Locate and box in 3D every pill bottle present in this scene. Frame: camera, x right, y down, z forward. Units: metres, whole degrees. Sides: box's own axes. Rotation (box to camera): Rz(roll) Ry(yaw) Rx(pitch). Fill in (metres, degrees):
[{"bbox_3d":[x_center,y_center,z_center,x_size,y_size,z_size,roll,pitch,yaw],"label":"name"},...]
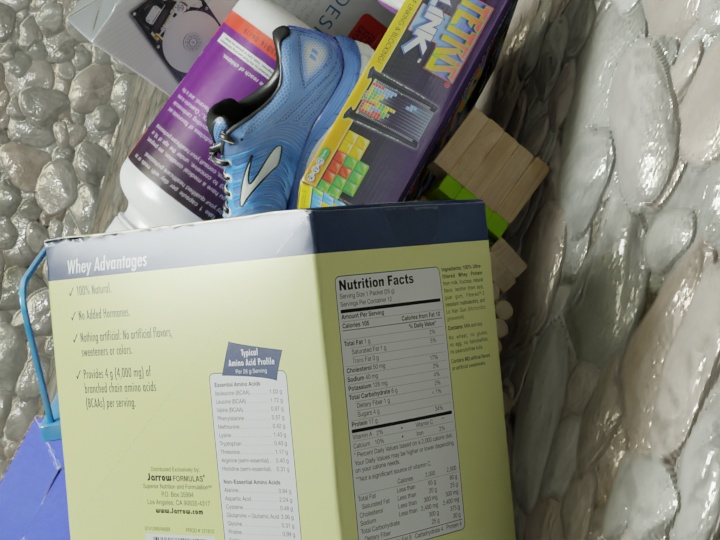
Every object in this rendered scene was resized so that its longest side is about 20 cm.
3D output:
[{"bbox_3d":[-0.090,-0.083,1.180,0.200,0.112,0.112,-53,18,3],"label":"pill bottle"}]

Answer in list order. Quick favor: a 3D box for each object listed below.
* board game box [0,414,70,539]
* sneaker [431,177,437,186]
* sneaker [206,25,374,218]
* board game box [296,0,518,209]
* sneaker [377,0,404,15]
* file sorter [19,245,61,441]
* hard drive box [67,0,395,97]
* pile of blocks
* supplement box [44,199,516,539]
[{"bbox_3d":[-0.203,0.237,1.318,0.200,0.096,0.160,63,-142,-41],"label":"board game box"},{"bbox_3d":[0.000,0.000,1.115,0.075,0.087,0.201,100,-178,-64],"label":"sneaker"},{"bbox_3d":[-0.067,-0.067,1.092,0.201,0.089,0.079,-65,17,11],"label":"sneaker"},{"bbox_3d":[0.029,-0.092,1.020,0.201,0.056,0.165,-61,-4,-18],"label":"board game box"},{"bbox_3d":[0.051,-0.247,1.235,0.201,0.074,0.100,-94,24,-51],"label":"sneaker"},{"bbox_3d":[-0.147,0.035,1.299,0.139,0.199,0.123,-87,-14,-74],"label":"file sorter"},{"bbox_3d":[-0.086,-0.186,1.251,0.156,0.200,0.077,-55,31,4],"label":"hard drive box"},{"bbox_3d":[0.048,0.011,0.968,0.062,0.082,0.201,143,140,-64],"label":"pile of blocks"},{"bbox_3d":[-0.042,0.073,0.870,0.199,0.134,0.201,-5,90,41],"label":"supplement box"}]
